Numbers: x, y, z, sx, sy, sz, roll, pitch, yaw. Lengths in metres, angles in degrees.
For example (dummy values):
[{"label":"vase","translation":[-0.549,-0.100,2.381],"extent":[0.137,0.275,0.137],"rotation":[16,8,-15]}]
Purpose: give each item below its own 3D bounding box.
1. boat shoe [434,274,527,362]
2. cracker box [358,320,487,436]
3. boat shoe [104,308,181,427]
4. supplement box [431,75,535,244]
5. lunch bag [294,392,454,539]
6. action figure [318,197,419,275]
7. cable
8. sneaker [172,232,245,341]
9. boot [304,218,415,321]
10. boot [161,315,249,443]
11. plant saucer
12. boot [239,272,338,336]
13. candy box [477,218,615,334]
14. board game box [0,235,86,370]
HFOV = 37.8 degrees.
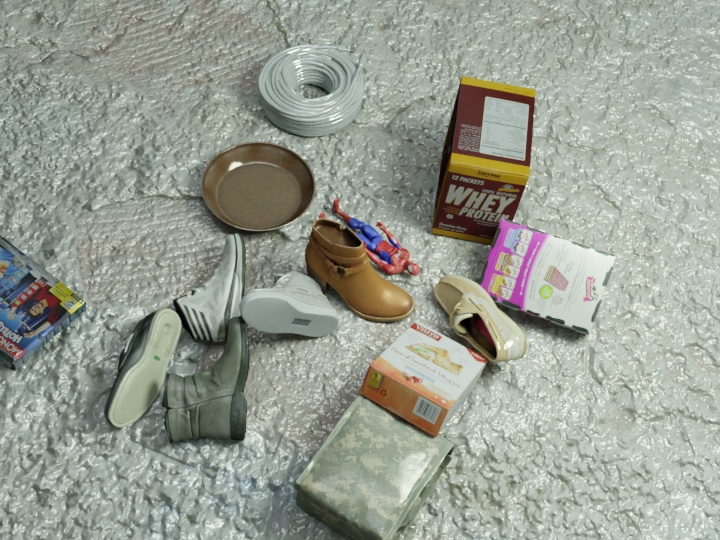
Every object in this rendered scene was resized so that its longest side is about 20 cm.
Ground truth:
[{"label":"boat shoe","translation":[0.180,0.076,1.697],"extent":[0.069,0.074,0.200],"rotation":[-15,42,-36]},{"label":"cracker box","translation":[0.100,0.160,1.607],"extent":[0.134,0.058,0.200],"rotation":[28,25,13]},{"label":"boat shoe","translation":[-0.345,0.152,1.633],"extent":[0.067,0.072,0.200],"rotation":[-3,55,38]},{"label":"supplement box","translation":[0.212,-0.187,1.824],"extent":[0.132,0.197,0.200],"rotation":[11,55,0]},{"label":"lunch bag","translation":[0.023,0.290,1.531],"extent":[0.164,0.118,0.200],"rotation":[30,63,16]},{"label":"action figure","translation":[0.020,-0.051,1.807],"extent":[0.200,0.052,0.065],"rotation":[36,56,15]},{"label":"cable","translation":[-0.093,-0.342,1.981],"extent":[0.199,0.069,0.200],"rotation":[8,56,1]},{"label":"sneaker","translation":[-0.245,0.023,1.712],"extent":[0.115,0.076,0.201],"rotation":[3,58,-6]},{"label":"boot","translation":[0.000,0.000,1.702],"extent":[0.199,0.155,0.074],"rotation":[19,56,8]},{"label":"boot","translation":[-0.236,0.163,1.600],"extent":[0.130,0.068,0.201],"rotation":[3,74,-4]},{"label":"plant saucer","translation":[-0.179,-0.141,1.854],"extent":[0.200,0.037,0.201],"rotation":[2,55,-3]},{"label":"boot","translation":[-0.126,0.045,1.671],"extent":[0.200,0.074,0.096],"rotation":[19,32,-47]},{"label":"candy box","translation":[0.306,0.011,1.748],"extent":[0.200,0.061,0.137],"rotation":[20,87,9]},{"label":"board game box","translation":[-0.571,0.072,1.656],"extent":[0.200,0.062,0.200],"rotation":[35,61,17]}]
